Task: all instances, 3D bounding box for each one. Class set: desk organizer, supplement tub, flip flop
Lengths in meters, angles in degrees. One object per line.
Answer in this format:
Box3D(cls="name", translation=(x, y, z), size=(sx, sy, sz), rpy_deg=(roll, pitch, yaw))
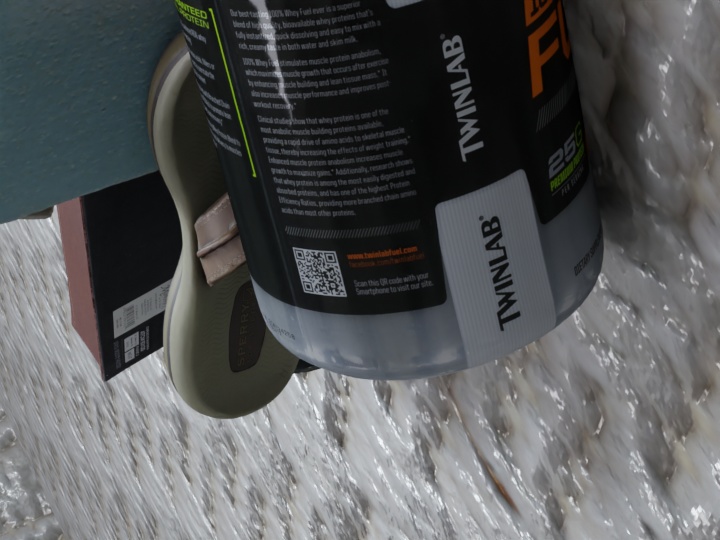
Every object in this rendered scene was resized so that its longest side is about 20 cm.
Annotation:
Box3D(cls="desk organizer", translation=(-0.111, -0.039, 0.847), size=(0.077, 0.072, 0.200), rpy_deg=(51, 159, 21))
Box3D(cls="supplement tub", translation=(0.006, -0.076, 0.609), size=(0.123, 0.123, 0.200), rpy_deg=(40, 149, 56))
Box3D(cls="flip flop", translation=(-0.038, -0.014, 0.720), size=(0.058, 0.081, 0.200), rpy_deg=(51, 144, 43))

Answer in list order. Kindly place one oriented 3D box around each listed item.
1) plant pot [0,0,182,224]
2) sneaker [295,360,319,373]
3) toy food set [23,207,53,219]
Box3D(cls="plant pot", translation=(-0.097, -0.172, 0.696), size=(0.196, 0.196, 0.200), rpy_deg=(58, 156, 27))
Box3D(cls="sneaker", translation=(-0.059, -0.045, 0.937), size=(0.200, 0.076, 0.088), rpy_deg=(64, 157, 11))
Box3D(cls="toy food set", translation=(-0.180, -0.127, 0.953), size=(0.200, 0.060, 0.144), rpy_deg=(94, 167, -69))
